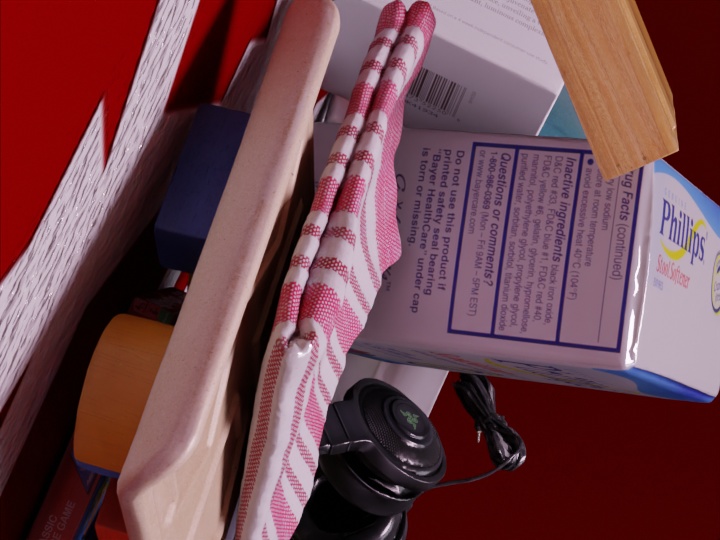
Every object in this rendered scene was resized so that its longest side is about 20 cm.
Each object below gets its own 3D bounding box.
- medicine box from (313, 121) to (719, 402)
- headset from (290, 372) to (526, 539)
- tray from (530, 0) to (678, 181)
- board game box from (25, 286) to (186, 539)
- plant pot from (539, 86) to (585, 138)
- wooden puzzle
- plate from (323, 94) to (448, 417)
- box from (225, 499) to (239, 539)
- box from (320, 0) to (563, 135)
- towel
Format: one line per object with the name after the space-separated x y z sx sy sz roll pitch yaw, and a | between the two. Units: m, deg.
0.070 -0.002 0.932 0.182 0.198 0.104 20 78 -65 | medicine box
-0.002 0.101 0.987 0.095 0.198 0.124 65 -33 33 | headset
0.079 -0.144 0.764 0.037 0.202 0.099 -21 -170 13 | tray
-0.116 0.103 0.750 0.103 0.019 0.202 -61 176 -88 | board game box
0.091 -0.124 1.480 0.201 0.198 0.190 112 -12 -59 | plant pot
-0.056 0.026 0.659 0.201 0.046 0.187 100 7 -60 | wooden puzzle
0.000 0.000 1.148 0.201 0.032 0.201 61 -38 39 | plate
-0.097 0.142 0.804 0.161 0.049 0.202 122 -12 -58 | box
0.073 -0.173 0.989 0.098 0.123 0.201 112 3 -64 | box
-0.008 0.008 0.731 0.147 0.030 0.201 101 5 -47 | towel
